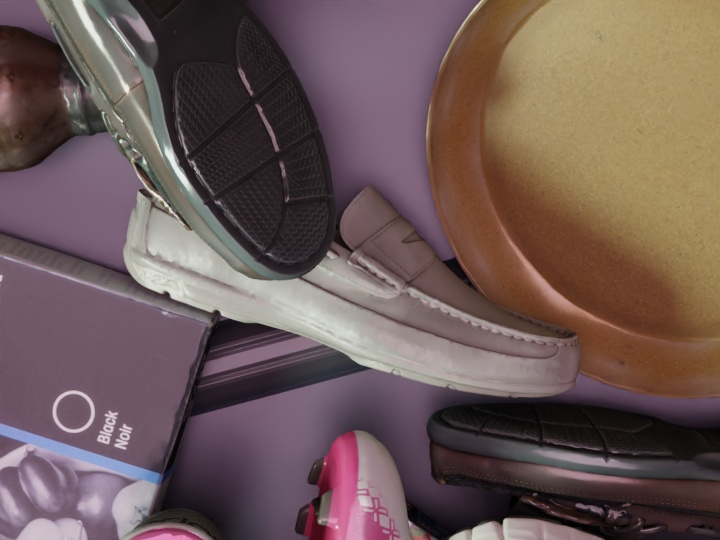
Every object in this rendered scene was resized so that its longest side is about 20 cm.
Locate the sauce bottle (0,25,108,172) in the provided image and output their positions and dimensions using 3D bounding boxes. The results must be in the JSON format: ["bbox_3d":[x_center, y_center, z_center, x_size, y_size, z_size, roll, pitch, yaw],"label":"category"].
[{"bbox_3d":[-0.173,-0.069,0.864,0.198,0.065,0.065,-6,95,0],"label":"sauce bottle"}]

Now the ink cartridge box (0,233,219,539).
[{"bbox_3d":[-0.182,0.081,0.888,0.198,0.043,0.200,17,96,1],"label":"ink cartridge box"}]

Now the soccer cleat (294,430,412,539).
[{"bbox_3d":[0.013,0.164,0.844,0.086,0.070,0.202,3,100,-8],"label":"soccer cleat"}]

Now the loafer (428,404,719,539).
[{"bbox_3d":[0.125,0.096,0.863,0.198,0.072,0.063,5,102,-1],"label":"loafer"}]

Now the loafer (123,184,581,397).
[{"bbox_3d":[0.000,0.000,0.860,0.199,0.070,0.070,18,95,2],"label":"loafer"}]

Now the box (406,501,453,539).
[{"bbox_3d":[0.009,0.214,0.897,0.137,0.040,0.201,35,95,-1],"label":"box"}]

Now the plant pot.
[{"bbox_3d":[0.123,-0.043,0.839,0.199,0.027,0.202,11,119,20],"label":"plant pot"}]

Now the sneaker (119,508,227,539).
[{"bbox_3d":[-0.071,0.187,0.850,0.073,0.087,0.202,-3,104,2],"label":"sneaker"}]

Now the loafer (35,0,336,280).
[{"bbox_3d":[-0.079,-0.083,0.817,0.072,0.063,0.201,-36,100,-34],"label":"loafer"}]

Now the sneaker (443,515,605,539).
[{"bbox_3d":[0.119,0.166,0.838,0.199,0.079,0.090,15,66,-16],"label":"sneaker"}]
